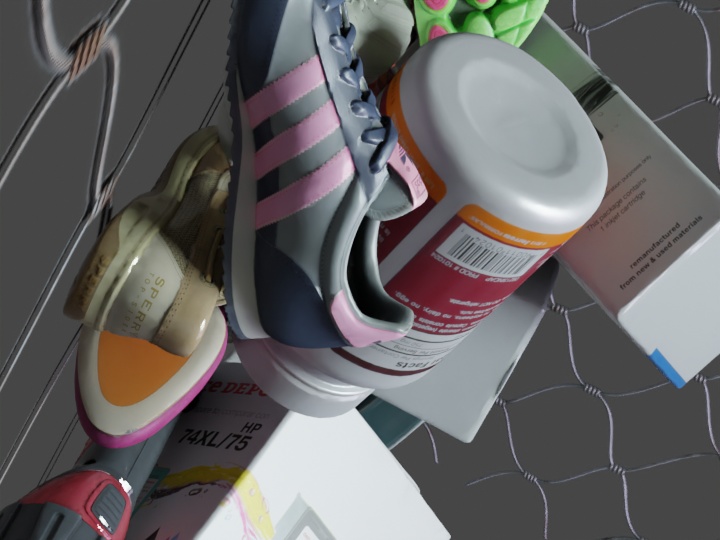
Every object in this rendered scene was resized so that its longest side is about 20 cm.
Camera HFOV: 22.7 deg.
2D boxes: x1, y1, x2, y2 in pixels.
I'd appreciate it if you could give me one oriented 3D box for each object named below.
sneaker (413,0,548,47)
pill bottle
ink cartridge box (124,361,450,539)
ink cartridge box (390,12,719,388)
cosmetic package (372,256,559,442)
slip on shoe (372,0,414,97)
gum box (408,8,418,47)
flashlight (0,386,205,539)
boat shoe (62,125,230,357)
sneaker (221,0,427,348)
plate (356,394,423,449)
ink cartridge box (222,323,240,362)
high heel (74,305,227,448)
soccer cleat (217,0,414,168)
[{"bbox_3d":[0.065,-0.199,0.926,0.084,0.077,0.200,-170,-94,-89],"label":"sneaker"},{"bbox_3d":[0.020,-0.014,0.883,0.200,0.113,0.113,-46,-171,39],"label":"pill bottle"},{"bbox_3d":[-0.081,0.171,1.007,0.147,0.146,0.200,-1,-137,48],"label":"ink cartridge box"},{"bbox_3d":[0.124,-0.049,0.968,0.084,0.200,0.146,-43,151,5],"label":"ink cartridge box"},{"bbox_3d":[0.000,0.000,1.006,0.102,0.200,0.074,-62,180,27],"label":"cosmetic package"},{"bbox_3d":[-0.008,-0.125,1.006,0.061,0.074,0.200,-51,165,-57],"label":"slip on shoe"},{"bbox_3d":[-0.014,-0.110,1.131,0.200,0.066,0.114,-62,180,30],"label":"gum box"},{"bbox_3d":[-0.137,0.101,0.954,0.200,0.068,0.068,-68,175,-53],"label":"flashlight"},{"bbox_3d":[-0.074,-0.010,0.827,0.071,0.064,0.200,-62,179,25],"label":"boat shoe"},{"bbox_3d":[-0.009,-0.061,0.736,0.070,0.082,0.200,-53,148,-60],"label":"sneaker"},{"bbox_3d":[0.027,0.064,1.181,0.200,0.026,0.200,-41,-170,9],"label":"plate"},{"bbox_3d":[-0.042,0.045,1.204,0.200,0.084,0.145,-45,-168,-12],"label":"ink cartridge box"},{"bbox_3d":[-0.104,0.045,0.892,0.200,0.067,0.096,-83,-172,-55],"label":"high heel"},{"bbox_3d":[-0.017,-0.117,0.857,0.200,0.069,0.078,-66,164,-51],"label":"soccer cleat"}]
